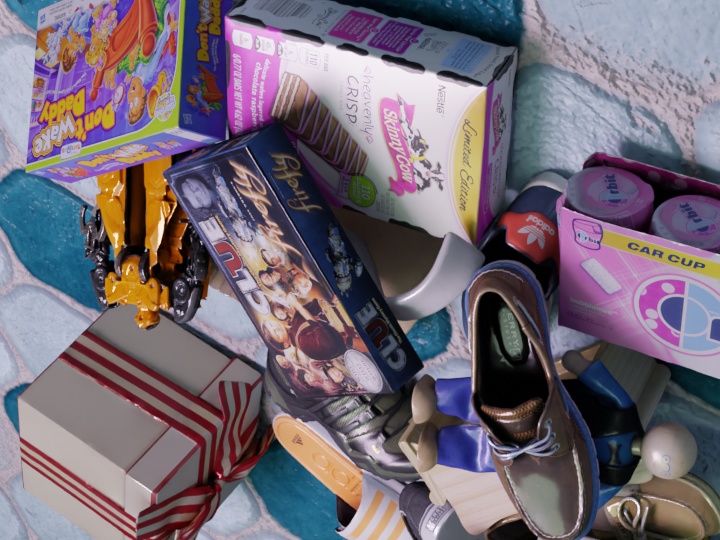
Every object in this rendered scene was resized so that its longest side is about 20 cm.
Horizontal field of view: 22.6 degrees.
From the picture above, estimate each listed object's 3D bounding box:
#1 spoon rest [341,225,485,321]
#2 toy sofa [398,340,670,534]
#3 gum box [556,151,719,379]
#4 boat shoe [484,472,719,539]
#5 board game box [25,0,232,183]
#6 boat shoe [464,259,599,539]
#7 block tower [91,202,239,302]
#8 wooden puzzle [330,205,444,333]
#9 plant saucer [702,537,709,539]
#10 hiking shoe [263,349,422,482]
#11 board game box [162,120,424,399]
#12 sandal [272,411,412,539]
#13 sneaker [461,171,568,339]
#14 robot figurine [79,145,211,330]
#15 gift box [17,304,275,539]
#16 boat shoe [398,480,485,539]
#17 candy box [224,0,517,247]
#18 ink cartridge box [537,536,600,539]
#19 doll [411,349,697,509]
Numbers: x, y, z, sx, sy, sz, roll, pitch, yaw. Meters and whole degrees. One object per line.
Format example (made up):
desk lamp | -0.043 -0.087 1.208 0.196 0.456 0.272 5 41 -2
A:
spoon rest | 0.000 0.000 1.309 0.099 0.061 0.199 34 161 -37
toy sofa | 0.137 0.119 1.367 0.199 0.083 0.098 -25 108 38
gum box | 0.225 0.004 1.200 0.199 0.066 0.114 18 140 21
boat shoe | 0.183 0.188 1.363 0.200 0.063 0.073 0 128 42
board game box | -0.176 -0.150 1.362 0.045 0.135 0.199 12 165 -41
boat shoe | 0.107 0.096 1.218 0.072 0.072 0.201 -17 94 18
block tower | -0.130 -0.024 1.496 0.199 0.058 0.054 32 -173 14
wooden puzzle | -0.011 -0.041 1.387 0.185 0.037 0.200 39 130 2
plant saucer | 0.212 0.225 1.471 0.199 0.048 0.200 -6 123 45
hiking shoe | -0.001 0.104 1.513 0.199 0.076 0.101 25 144 22
board game box | -0.050 -0.002 1.280 0.135 0.035 0.201 -11 113 59
sandal | -0.009 0.212 1.647 0.206 0.059 0.079 37 144 5
sneaker | 0.103 0.014 1.318 0.075 0.085 0.200 32 143 11
robot figurine | -0.162 -0.054 1.428 0.145 0.058 0.201 8 101 42
gift box | -0.198 0.155 1.653 0.186 0.185 0.200 32 149 15
boat shoe | 0.085 0.238 1.560 0.066 0.070 0.200 33 171 37
candy box | 0.005 -0.110 1.267 0.199 0.061 0.137 16 130 19
ink cartridge box | 0.175 0.254 1.401 0.173 0.044 0.200 10 157 36
doll | 0.139 0.120 1.279 0.199 0.048 0.137 3 113 19
